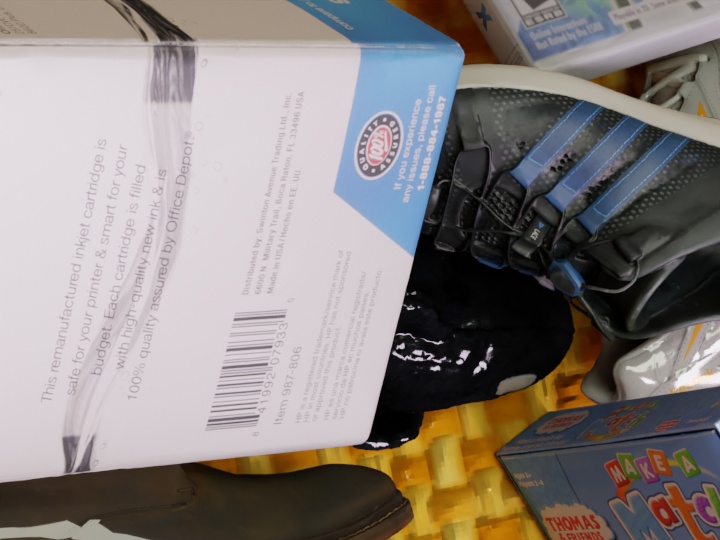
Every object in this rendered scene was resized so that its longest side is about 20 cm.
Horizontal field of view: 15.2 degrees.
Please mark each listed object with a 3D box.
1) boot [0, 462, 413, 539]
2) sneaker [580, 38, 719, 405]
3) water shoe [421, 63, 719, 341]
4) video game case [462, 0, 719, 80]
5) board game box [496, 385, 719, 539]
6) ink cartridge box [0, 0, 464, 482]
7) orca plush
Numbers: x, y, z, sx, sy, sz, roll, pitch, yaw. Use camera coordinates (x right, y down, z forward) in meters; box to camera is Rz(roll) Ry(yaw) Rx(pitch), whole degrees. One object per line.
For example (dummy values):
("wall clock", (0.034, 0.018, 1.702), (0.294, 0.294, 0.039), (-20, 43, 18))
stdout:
("boot", (-0.077, 0.065, 0.931), (0.199, 0.075, 0.097), (-8, 90, -25))
("sneaker", (0.124, -0.036, 1.041), (0.092, 0.076, 0.201), (3, 81, -29))
("water shoe", (0.083, -0.020, 0.956), (0.199, 0.072, 0.079), (6, 47, -8))
("video game case", (0.102, -0.168, 1.041), (0.199, 0.022, 0.183), (-19, 68, -27))
("board game box", (0.146, 0.138, 0.989), (0.037, 0.151, 0.200), (-36, 100, -26))
("ink cartridge box", (-0.081, -0.018, 0.845), (0.199, 0.084, 0.145), (-3, 116, -38))
("orca plush", (0.000, 0.000, 0.979), (0.200, 0.071, 0.106), (28, 72, -20))
